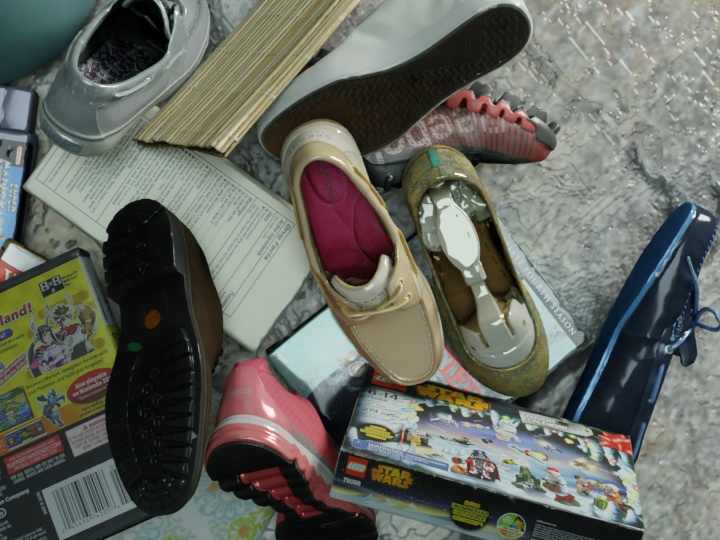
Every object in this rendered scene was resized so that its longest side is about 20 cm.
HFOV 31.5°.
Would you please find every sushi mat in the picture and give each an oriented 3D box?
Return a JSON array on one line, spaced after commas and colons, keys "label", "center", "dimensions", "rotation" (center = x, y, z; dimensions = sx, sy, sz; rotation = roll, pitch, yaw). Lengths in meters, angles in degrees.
[{"label": "sushi mat", "center": [-0.068, -0.150, 0.880], "dimensions": [0.201, 0.095, 0.012], "rotation": [-53, 131, -28]}]

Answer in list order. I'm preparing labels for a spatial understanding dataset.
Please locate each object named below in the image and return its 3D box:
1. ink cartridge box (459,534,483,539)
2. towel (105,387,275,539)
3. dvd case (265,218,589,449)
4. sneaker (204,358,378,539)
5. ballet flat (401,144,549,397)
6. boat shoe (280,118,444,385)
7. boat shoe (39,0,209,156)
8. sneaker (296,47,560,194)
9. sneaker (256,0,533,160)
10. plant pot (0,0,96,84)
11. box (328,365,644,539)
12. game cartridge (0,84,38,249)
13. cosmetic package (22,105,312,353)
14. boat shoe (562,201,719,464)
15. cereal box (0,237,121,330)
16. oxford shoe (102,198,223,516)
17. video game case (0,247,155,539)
[{"label": "ink cartridge box", "center": [0.162, 0.267, 0.894], "dimensions": [0.198, 0.147, 0.148], "rotation": [16, 88, -4]}, {"label": "towel", "center": [-0.155, 0.170, 0.902], "dimensions": [0.170, 0.048, 0.201], "rotation": [32, 87, -25]}, {"label": "dvd case", "center": [0.050, 0.056, 0.951], "dimensions": [0.199, 0.022, 0.146], "rotation": [-38, 92, -4]}, {"label": "sneaker", "center": [-0.038, 0.128, 0.876], "dimensions": [0.073, 0.201, 0.087], "rotation": [-13, 52, 17]}, {"label": "ballet flat", "center": [0.082, 0.010, 0.887], "dimensions": [0.070, 0.071, 0.201], "rotation": [-24, 107, -4]}, {"label": "boat shoe", "center": [0.000, 0.000, 0.852], "dimensions": [0.073, 0.069, 0.201], "rotation": [-25, 109, 8]}, {"label": "boat shoe", "center": [-0.145, -0.154, 0.861], "dimensions": [0.070, 0.201, 0.072], "rotation": [33, 132, -6]}, {"label": "sneaker", "center": [0.043, -0.094, 0.928], "dimensions": [0.198, 0.071, 0.099], "rotation": [11, 88, -2]}, {"label": "sneaker", "center": [0.018, -0.142, 0.872], "dimensions": [0.199, 0.085, 0.073], "rotation": [-26, 134, 9]}, {"label": "plant pot", "center": [-0.280, -0.239, 0.862], "dimensions": [0.198, 0.135, 0.202], "rotation": [1, 82, -5]}, {"label": "box", "center": [0.087, 0.131, 0.863], "dimensions": [0.198, 0.137, 0.040], "rotation": [15, 109, 2]}, {"label": "game cartridge", "center": [-0.306, -0.040, 0.922], "dimensions": [0.128, 0.038, 0.202], "rotation": [8, 89, 0]}, {"label": "cosmetic package", "center": [-0.127, -0.039, 0.914], "dimensions": [0.199, 0.071, 0.106], "rotation": [37, 85, -3]}, {"label": "boat shoe", "center": [0.216, 0.049, 0.942], "dimensions": [0.068, 0.084, 0.201], "rotation": [25, 104, 1]}, {"label": "cereal box", "center": [-0.237, 0.098, 0.905], "dimensions": [0.143, 0.039, 0.201], "rotation": [30, 88, -19]}, {"label": "oxford shoe", "center": [-0.114, 0.059, 0.817], "dimensions": [0.072, 0.084, 0.202], "rotation": [-13, 65, 22]}, {"label": "video game case", "center": [-0.238, 0.108, 0.843], "dimensions": [0.198, 0.026, 0.182], "rotation": [-24, 81, 4]}]
